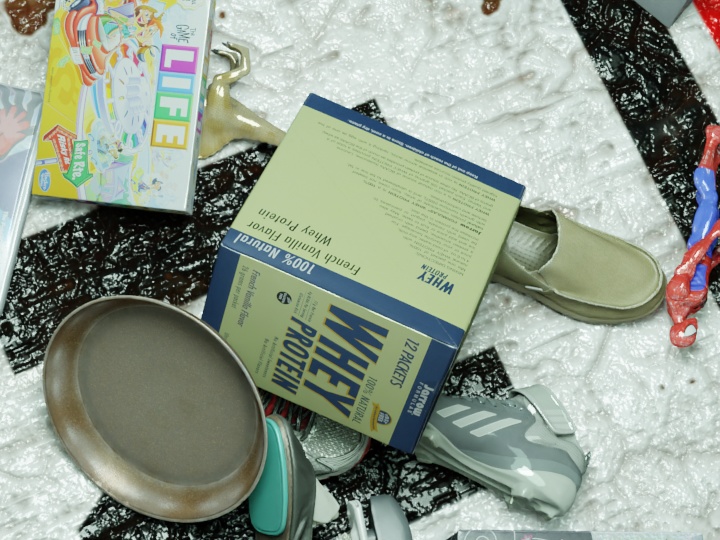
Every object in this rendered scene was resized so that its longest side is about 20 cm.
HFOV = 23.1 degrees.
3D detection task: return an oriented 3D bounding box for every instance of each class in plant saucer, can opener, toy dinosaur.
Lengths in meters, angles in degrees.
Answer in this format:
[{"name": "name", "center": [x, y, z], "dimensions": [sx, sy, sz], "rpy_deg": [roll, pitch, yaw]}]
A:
[{"name": "plant saucer", "center": [-0.158, 0.105, 1.386], "dimensions": [0.200, 0.201, 0.032], "rpy_deg": [36, 34, 5]}, {"name": "can opener", "center": [0.020, 0.278, 1.406], "dimensions": [0.066, 0.053, 0.202], "rpy_deg": [-6, 74, -10]}, {"name": "toy dinosaur", "center": [-0.125, -0.145, 1.527], "dimensions": [0.198, 0.058, 0.102], "rpy_deg": [12, 86, 4]}]

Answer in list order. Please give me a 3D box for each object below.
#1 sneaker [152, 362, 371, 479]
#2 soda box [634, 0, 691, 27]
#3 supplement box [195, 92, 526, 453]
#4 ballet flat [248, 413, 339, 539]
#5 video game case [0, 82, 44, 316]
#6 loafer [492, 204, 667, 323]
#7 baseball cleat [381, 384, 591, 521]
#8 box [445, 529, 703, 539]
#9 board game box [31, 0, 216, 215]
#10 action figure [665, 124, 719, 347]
[{"name": "sneaker", "center": [-0.087, 0.113, 1.428], "dimensions": [0.198, 0.082, 0.079], "rpy_deg": [19, 71, -2]}, {"name": "soda box", "center": [0.233, -0.317, 1.610], "dimensions": [0.200, 0.068, 0.064], "rpy_deg": [40, 73, 6]}, {"name": "supplement box", "center": [0.000, 0.000, 1.404], "dimensions": [0.198, 0.135, 0.201], "rpy_deg": [23, 45, 3]}, {"name": "ballet flat", "center": [-0.056, 0.214, 1.400], "dimensions": [0.068, 0.068, 0.202], "rpy_deg": [2, 93, -35]}, {"name": "video game case", "center": [-0.368, -0.074, 1.480], "dimensions": [0.180, 0.023, 0.202], "rpy_deg": [12, 72, -4]}, {"name": "loafer", "center": [0.171, -0.009, 1.507], "dimensions": [0.198, 0.068, 0.077], "rpy_deg": [14, 72, -3]}, {"name": "baseball cleat", "center": [0.098, 0.126, 1.464], "dimensions": [0.199, 0.070, 0.107], "rpy_deg": [32, 64, -6]}, {"name": "box", "center": [0.162, 0.266, 1.386], "dimensions": [0.198, 0.132, 0.116], "rpy_deg": [1, 74, -8]}, {"name": "board game box", "center": [-0.198, -0.155, 1.486], "dimensions": [0.133, 0.034, 0.202], "rpy_deg": [6, 86, 4]}, {"name": "action figure", "center": [0.300, -0.025, 1.531], "dimensions": [0.051, 0.066, 0.202], "rpy_deg": [15, 70, 15]}]
